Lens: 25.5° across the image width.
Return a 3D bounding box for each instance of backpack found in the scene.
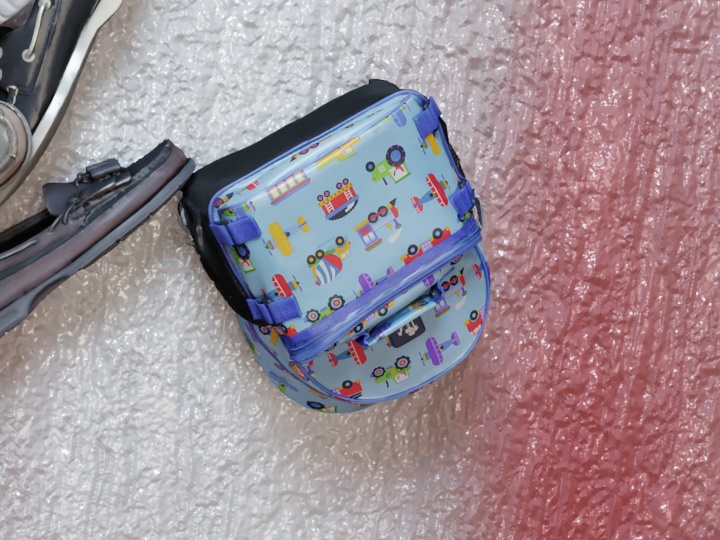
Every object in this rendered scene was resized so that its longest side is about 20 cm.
[{"bbox_3d":[0.000,0.000,1.026,0.182,0.134,0.201,-27,107,-11],"label":"backpack"}]

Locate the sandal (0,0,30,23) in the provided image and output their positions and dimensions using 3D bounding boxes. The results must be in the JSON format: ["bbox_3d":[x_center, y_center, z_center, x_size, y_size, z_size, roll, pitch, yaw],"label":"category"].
[{"bbox_3d":[-0.282,-0.158,0.957,0.206,0.059,0.079,-30,113,10],"label":"sandal"}]

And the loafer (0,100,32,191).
[{"bbox_3d":[-0.293,-0.056,0.927,0.198,0.063,0.073,-11,93,6],"label":"loafer"}]

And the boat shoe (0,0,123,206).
[{"bbox_3d":[-0.195,-0.137,0.976,0.060,0.074,0.201,27,92,-13],"label":"boat shoe"}]

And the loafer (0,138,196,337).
[{"bbox_3d":[-0.195,-0.024,0.995,0.200,0.072,0.063,-40,103,-6],"label":"loafer"}]
